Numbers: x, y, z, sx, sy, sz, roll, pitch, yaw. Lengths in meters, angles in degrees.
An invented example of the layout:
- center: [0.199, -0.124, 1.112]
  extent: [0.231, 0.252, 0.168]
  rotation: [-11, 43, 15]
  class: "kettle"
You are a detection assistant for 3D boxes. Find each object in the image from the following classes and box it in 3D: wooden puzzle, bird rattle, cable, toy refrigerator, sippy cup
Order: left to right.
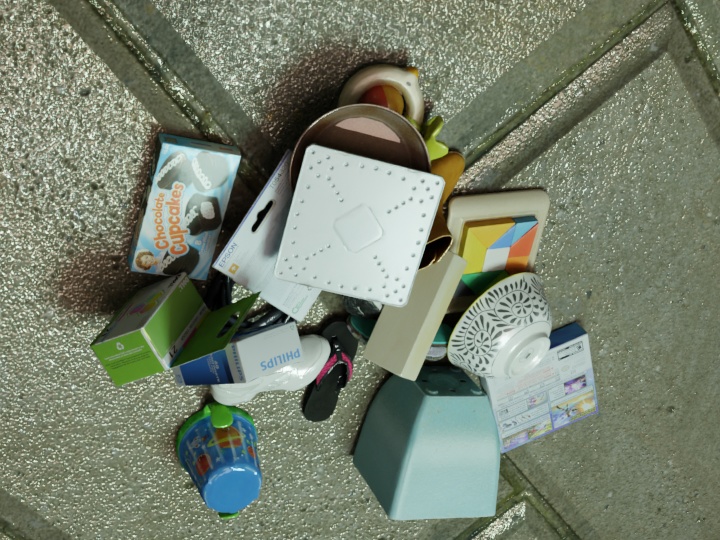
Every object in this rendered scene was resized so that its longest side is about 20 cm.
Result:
- center: [-0.215, 0.307, 1.831]
  extent: [0.139, 0.131, 0.178]
  rotation: [-38, 126, 5]
  class: "sippy cup"
- center: [-0.142, 0.026, 1.739]
  extent: [0.161, 0.051, 0.202]
  rotation: [21, 109, -31]
  class: "cable"
- center: [0.023, -0.212, 1.657]
  extent: [0.196, 0.113, 0.166]
  rotation: [-6, 111, -3]
  class: "bird rattle"
- center: [0.085, 0.059, 1.774]
  extent: [0.203, 0.075, 0.070]
  rotation: [-66, 154, -1]
  class: "toy refrigerator"
- center: [0.209, -0.026, 1.849]
  extent: [0.182, 0.037, 0.203]
  rotation: [-6, 121, -23]
  class: "wooden puzzle"

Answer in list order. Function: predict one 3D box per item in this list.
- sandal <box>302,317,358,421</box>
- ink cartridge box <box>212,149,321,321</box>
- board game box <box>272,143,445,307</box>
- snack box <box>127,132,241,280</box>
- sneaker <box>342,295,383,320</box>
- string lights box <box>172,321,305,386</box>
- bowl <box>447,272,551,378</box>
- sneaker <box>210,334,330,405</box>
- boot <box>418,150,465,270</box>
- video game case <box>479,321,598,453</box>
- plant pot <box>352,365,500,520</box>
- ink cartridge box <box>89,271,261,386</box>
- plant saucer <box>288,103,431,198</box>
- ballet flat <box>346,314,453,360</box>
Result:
- center: [-0.044, 0.168, 1.867]
  extent: [0.074, 0.045, 0.203]
  rotation: [2, 119, -23]
  class: "sandal"
- center: [-0.102, -0.052, 1.671]
  extent: [0.199, 0.043, 0.198]
  rotation: [35, 89, -42]
  class: "ink cartridge box"
- center: [-0.004, -0.062, 1.604]
  extent: [0.197, 0.026, 0.203]
  rotation: [13, 112, -11]
  class: "board game box"
- center: [-0.250, -0.087, 1.635]
  extent: [0.114, 0.037, 0.203]
  rotation: [7, 117, -25]
  class: "snack box"
- center: [0.000, 0.000, 1.735]
  extent: [0.073, 0.081, 0.201]
  rotation: [9, 155, 12]
  class: "sneaker"
- center: [-0.176, 0.119, 1.625]
  extent: [0.102, 0.199, 0.060]
  rotation: [-18, 95, -37]
  class: "string lights box"
- center: [0.246, 0.110, 1.876]
  extent: [0.199, 0.094, 0.202]
  rotation: [-29, 146, -22]
  class: "bowl"
- center: [-0.138, 0.147, 1.782]
  extent: [0.197, 0.076, 0.100]
  rotation: [-22, 154, -9]
  class: "sneaker"
- center: [0.108, -0.080, 1.712]
  extent: [0.201, 0.144, 0.071]
  rotation: [-44, 124, -1]
  class: "boot"
- center: [0.314, 0.207, 2.034]
  extent: [0.197, 0.046, 0.183]
  rotation: [-21, 124, -8]
  class: "video game case"
- center: [0.118, 0.270, 1.914]
  extent: [0.193, 0.196, 0.203]
  rotation: [2, 110, -22]
  class: "plant pot"
- center: [-0.253, 0.067, 1.606]
  extent: [0.198, 0.148, 0.076]
  rotation: [-20, 112, 29]
  class: "ink cartridge box"
- center: [-0.002, -0.138, 1.603]
  extent: [0.197, 0.037, 0.204]
  rotation: [-3, 114, -6]
  class: "plant saucer"
- center: [0.059, 0.115, 1.868]
  extent: [0.197, 0.072, 0.073]
  rotation: [9, 116, -25]
  class: "ballet flat"
